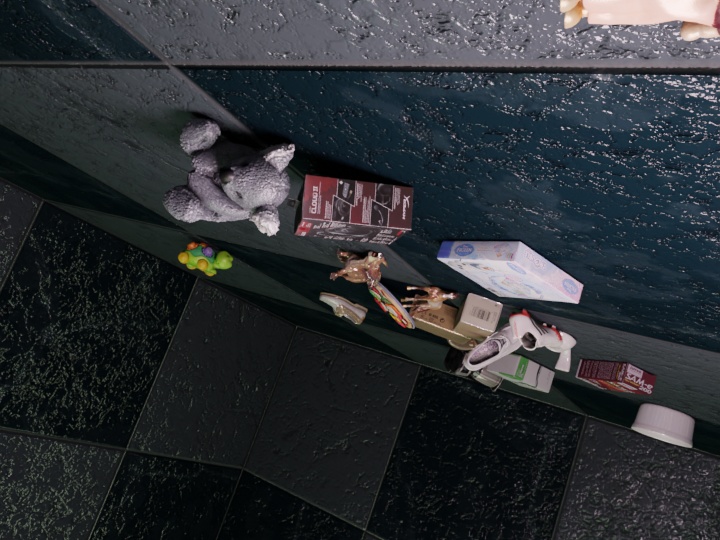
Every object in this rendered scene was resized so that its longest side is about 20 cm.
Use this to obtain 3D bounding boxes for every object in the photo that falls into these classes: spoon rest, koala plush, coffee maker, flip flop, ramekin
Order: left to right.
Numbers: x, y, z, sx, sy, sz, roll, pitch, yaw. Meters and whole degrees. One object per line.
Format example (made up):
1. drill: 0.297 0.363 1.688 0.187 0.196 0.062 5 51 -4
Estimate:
1. koala plush: -0.192 -0.150 1.093 0.199 0.178 0.183 10 176 41
2. coffee maker: 0.424 0.359 2.472 0.199 0.135 0.192 24 169 -16
3. flip flop: 0.376 0.227 2.094 0.199 0.081 0.058 19 152 3
4. spoon rest: 0.540 0.204 1.762 0.099 0.061 0.200 12 153 31
5. ramekin: 1.067 0.540 2.278 0.200 0.098 0.201 20 169 4

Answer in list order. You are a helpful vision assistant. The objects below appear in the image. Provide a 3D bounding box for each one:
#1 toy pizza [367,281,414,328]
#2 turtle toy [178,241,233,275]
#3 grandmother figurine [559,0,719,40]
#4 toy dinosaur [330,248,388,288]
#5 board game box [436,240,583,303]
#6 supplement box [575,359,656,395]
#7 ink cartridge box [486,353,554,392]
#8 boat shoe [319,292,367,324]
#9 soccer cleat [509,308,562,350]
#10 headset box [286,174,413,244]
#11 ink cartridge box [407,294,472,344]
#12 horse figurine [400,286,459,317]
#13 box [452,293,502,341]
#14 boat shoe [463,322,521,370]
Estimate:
1. toy pizza: 0.082 0.101 1.899 0.200 0.032 0.200 47 172 8
2. turtle toy: -0.573 -0.044 2.408 0.199 0.102 0.146 19 169 4
3. grandmother figurine: 0.238 -0.183 0.425 0.199 0.061 0.121 13 -165 21
4. toy dinosaur: 0.000 0.000 1.662 0.135 0.086 0.200 13 174 3
5. board game box: 0.284 0.002 1.243 0.200 0.044 0.199 28 167 -33
6. supplement box: 0.725 0.303 1.855 0.108 0.061 0.200 24 168 -16
7. ink cartridge box: 0.579 0.364 2.347 0.199 0.083 0.146 26 168 -30
8. boat shoe: -0.071 0.145 2.500 0.199 0.069 0.075 23 168 -12
9. soccer cleat: 0.438 0.167 1.621 0.068 0.086 0.200 -21 140 40
10. headset box: -0.026 -0.100 1.102 0.199 0.078 0.149 6 171 -9
11. ink cartridge box: 0.239 0.148 1.941 0.199 0.075 0.165 20 170 4
12. horse figurine: 0.180 0.078 1.744 0.132 0.050 0.200 1 161 -4
13. box: 0.305 0.125 1.709 0.095 0.078 0.200 18 169 8
14. boat shoe: 0.357 0.192 1.694 0.072 0.199 0.069 63 178 10
